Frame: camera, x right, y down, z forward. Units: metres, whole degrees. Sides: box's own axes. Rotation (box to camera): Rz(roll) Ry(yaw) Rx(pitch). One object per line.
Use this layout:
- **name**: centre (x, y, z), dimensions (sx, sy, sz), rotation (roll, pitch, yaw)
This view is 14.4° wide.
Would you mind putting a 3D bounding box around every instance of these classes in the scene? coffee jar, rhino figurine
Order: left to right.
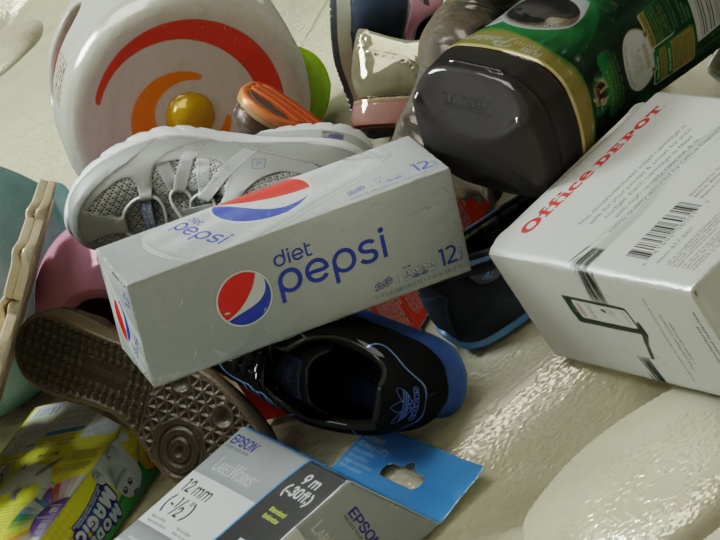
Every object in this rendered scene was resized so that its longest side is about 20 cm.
- **rhino figurine**: centre (0.073, -0.128, 1.755), dimensions (0.087, 0.060, 0.201), rotation (4, 65, 28)
- **coffee jar**: centre (0.125, -0.124, 1.656), dimensions (0.104, 0.086, 0.200), rotation (16, 44, 42)

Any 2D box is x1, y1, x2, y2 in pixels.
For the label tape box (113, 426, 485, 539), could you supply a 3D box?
- **label tape box**: centre (-0.047, 0.142, 1.560), dimensions (0.200, 0.066, 0.143), rotation (-43, 24, -14)

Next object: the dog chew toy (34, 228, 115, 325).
- **dog chew toy**: centre (-0.140, -0.002, 1.904), dimensions (0.124, 0.125, 0.200), rotation (-24, 18, 25)

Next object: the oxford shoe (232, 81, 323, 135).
- **oxford shoe**: centre (-0.049, -0.070, 1.889), dimensions (0.073, 0.071, 0.200), rotation (-53, -19, 1)

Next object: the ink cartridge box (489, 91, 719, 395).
- **ink cartridge box**: centre (0.185, -0.016, 1.525), dimensions (0.146, 0.084, 0.200), rotation (-42, 23, -17)

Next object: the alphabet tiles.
- **alphabet tiles**: centre (-0.222, 0.046, 1.763), dimensions (0.196, 0.015, 0.201), rotation (-83, 10, -59)

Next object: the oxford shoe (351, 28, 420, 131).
- **oxford shoe**: centre (0.091, -0.133, 1.816), dimensions (0.199, 0.074, 0.071), rotation (-5, -2, 1)

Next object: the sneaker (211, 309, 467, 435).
- **sneaker**: centre (-0.038, 0.047, 1.636), dimensions (0.199, 0.070, 0.078), rotation (13, 14, 34)

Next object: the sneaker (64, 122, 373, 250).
- **sneaker**: centre (-0.090, -0.044, 1.760), dimensions (0.199, 0.075, 0.082), rotation (-11, 35, 10)

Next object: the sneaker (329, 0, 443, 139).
- **sneaker**: centre (0.029, -0.143, 1.925), dimensions (0.082, 0.200, 0.070), rotation (-6, 72, 7)

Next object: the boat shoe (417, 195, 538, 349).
- **boat shoe**: centre (0.120, -0.035, 1.670), dimensions (0.200, 0.069, 0.084), rotation (-41, 24, -13)

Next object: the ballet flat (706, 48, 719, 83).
- **ballet flat**: centre (0.233, -0.153, 1.761), dimensions (0.069, 0.070, 0.200), rotation (-31, 24, 10)

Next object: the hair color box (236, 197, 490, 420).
- **hair color box**: centre (0.000, 0.000, 1.775), dimensions (0.101, 0.061, 0.200), rotation (-16, 28, 36)

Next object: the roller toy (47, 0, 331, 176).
- **roller toy**: centre (-0.133, -0.127, 2.045), dimensions (0.200, 0.183, 0.140), rotation (-34, 24, 2)

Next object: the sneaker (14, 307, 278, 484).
- **sneaker**: centre (-0.115, 0.074, 1.726), dimensions (0.200, 0.075, 0.071), rotation (30, 105, 27)

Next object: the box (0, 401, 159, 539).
- **box**: centre (-0.202, 0.157, 1.766), dimensions (0.117, 0.048, 0.200), rotation (-13, 29, 41)

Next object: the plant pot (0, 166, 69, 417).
- **plant pot**: centre (-0.258, 0.009, 1.979), dimensions (0.134, 0.201, 0.200), rotation (-13, 17, -19)

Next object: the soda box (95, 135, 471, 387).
- **soda box**: centre (-0.043, -0.007, 1.606), dimensions (0.199, 0.069, 0.063), rotation (-21, 26, -14)
